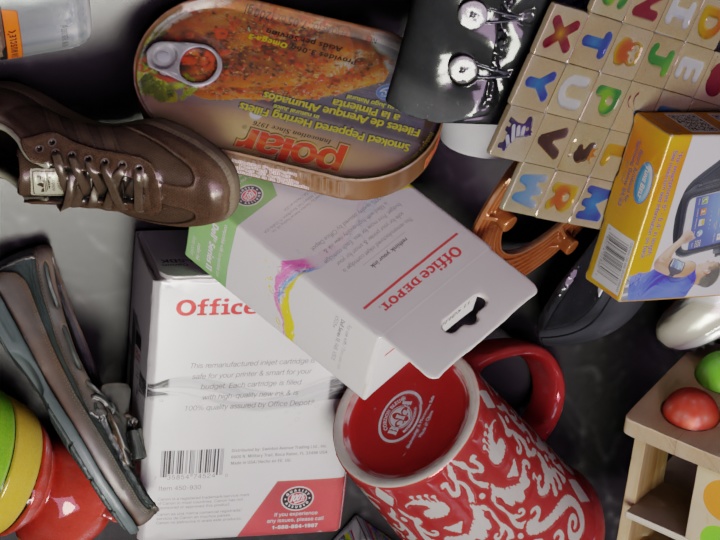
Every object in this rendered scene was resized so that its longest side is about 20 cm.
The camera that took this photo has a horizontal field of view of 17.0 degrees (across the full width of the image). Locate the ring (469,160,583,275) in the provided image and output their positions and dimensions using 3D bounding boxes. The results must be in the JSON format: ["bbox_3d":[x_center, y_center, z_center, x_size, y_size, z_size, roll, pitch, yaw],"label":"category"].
[{"bbox_3d":[0.142,-0.059,1.590,0.200,0.019,0.201,-39,159,-18],"label":"ring"}]

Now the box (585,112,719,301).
[{"bbox_3d":[0.248,-0.043,1.583,0.199,0.041,0.119,-2,118,-35],"label":"box"}]

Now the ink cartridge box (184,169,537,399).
[{"bbox_3d":[0.000,0.000,1.525,0.117,0.200,0.067,-37,156,-35],"label":"ink cartridge box"}]

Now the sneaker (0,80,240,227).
[{"bbox_3d":[-0.173,-0.058,1.488,0.199,0.076,0.071,16,127,23],"label":"sneaker"}]

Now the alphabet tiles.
[{"bbox_3d":[0.163,-0.104,1.505,0.200,0.006,0.167,9,109,-47],"label":"alphabet tiles"}]

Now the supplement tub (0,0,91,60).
[{"bbox_3d":[-0.267,-0.178,1.435,0.199,0.123,0.123,-11,118,-9],"label":"supplement tub"}]

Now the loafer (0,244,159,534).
[{"bbox_3d":[-0.182,0.075,1.574,0.063,0.072,0.200,-32,87,-9],"label":"loafer"}]

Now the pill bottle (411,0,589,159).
[{"bbox_3d":[0.091,-0.180,1.533,0.119,0.120,0.201,-9,117,-11],"label":"pill bottle"}]

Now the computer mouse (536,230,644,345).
[{"bbox_3d":[0.182,-0.020,1.636,0.200,0.046,0.140,-55,157,13],"label":"computer mouse"}]

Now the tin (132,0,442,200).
[{"bbox_3d":[-0.045,-0.108,1.519,0.199,0.112,0.042,15,150,5],"label":"tin"}]

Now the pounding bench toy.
[{"bbox_3d":[0.277,0.129,1.704,0.200,0.124,0.157,-38,141,-48],"label":"pounding bench toy"}]

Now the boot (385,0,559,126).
[{"bbox_3d":[0.043,-0.189,1.435,0.164,0.066,0.201,11,122,2],"label":"boot"}]

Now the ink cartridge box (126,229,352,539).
[{"bbox_3d":[-0.082,0.075,1.631,0.146,0.083,0.201,-1,115,-16],"label":"ink cartridge box"}]

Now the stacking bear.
[{"bbox_3d":[-0.253,0.133,1.602,0.200,0.121,0.114,22,90,-33],"label":"stacking bear"}]

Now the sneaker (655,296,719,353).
[{"bbox_3d":[0.269,-0.033,1.694,0.200,0.070,0.093,-42,101,9],"label":"sneaker"}]

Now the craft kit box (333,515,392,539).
[{"bbox_3d":[0.007,0.309,1.793,0.200,0.049,0.198,38,104,-27],"label":"craft kit box"}]

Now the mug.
[{"bbox_3d":[0.069,0.127,1.655,0.133,0.178,0.200,-18,143,19],"label":"mug"}]
